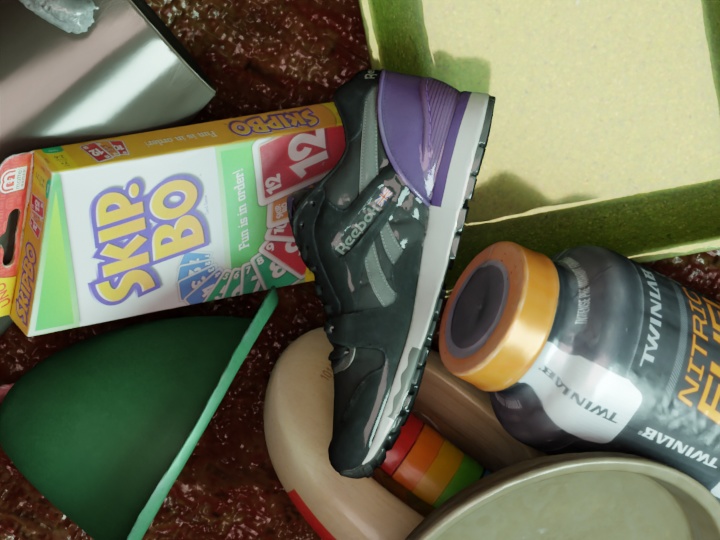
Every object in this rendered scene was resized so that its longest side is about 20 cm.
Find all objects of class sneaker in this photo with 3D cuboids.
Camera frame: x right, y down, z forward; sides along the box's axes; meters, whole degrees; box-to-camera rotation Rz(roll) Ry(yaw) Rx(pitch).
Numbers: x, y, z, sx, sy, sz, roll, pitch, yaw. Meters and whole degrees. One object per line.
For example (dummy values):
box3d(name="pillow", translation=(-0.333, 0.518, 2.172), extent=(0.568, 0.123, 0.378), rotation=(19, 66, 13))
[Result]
box3d(name="sneaker", translation=(0.000, 0.000, 1.460), extent=(0.087, 0.076, 0.200), rotation=(15, 82, 2))

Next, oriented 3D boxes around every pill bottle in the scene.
box3d(name="pill bottle", translation=(0.137, 0.054, 1.475), extent=(0.200, 0.106, 0.106), rotation=(24, 102, -27))

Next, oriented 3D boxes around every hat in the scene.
box3d(name="hat", translation=(-0.164, 0.053, 1.486), extent=(0.176, 0.166, 0.200), rotation=(30, 95, -1))

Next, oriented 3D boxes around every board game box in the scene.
box3d(name="board game box", translation=(-0.092, -0.026, 1.466), extent=(0.200, 0.030, 0.096), rotation=(-10, 127, -31))

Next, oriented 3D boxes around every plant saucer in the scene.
box3d(name="plant saucer", translation=(0.108, -0.101, 1.505), extent=(0.199, 0.048, 0.201), rotation=(-10, 101, 3))
box3d(name="plant saucer", translation=(0.089, 0.163, 1.455), extent=(0.200, 0.029, 0.200), rotation=(-11, 129, -14))

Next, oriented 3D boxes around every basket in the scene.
box3d(name="basket", translation=(-0.183, -0.067, 1.474), extent=(0.200, 0.136, 0.180), rotation=(-41, 131, 3))

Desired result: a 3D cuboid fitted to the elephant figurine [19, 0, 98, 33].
box3d(name="elephant figurine", translation=(-0.163, -0.247, 1.398), extent=(0.141, 0.155, 0.200), rotation=(20, 69, 30))

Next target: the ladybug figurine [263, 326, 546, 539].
box3d(name="ladybug figurine", translation=(0.031, 0.113, 1.519), extent=(0.200, 0.136, 0.072), rotation=(40, 136, 0))
